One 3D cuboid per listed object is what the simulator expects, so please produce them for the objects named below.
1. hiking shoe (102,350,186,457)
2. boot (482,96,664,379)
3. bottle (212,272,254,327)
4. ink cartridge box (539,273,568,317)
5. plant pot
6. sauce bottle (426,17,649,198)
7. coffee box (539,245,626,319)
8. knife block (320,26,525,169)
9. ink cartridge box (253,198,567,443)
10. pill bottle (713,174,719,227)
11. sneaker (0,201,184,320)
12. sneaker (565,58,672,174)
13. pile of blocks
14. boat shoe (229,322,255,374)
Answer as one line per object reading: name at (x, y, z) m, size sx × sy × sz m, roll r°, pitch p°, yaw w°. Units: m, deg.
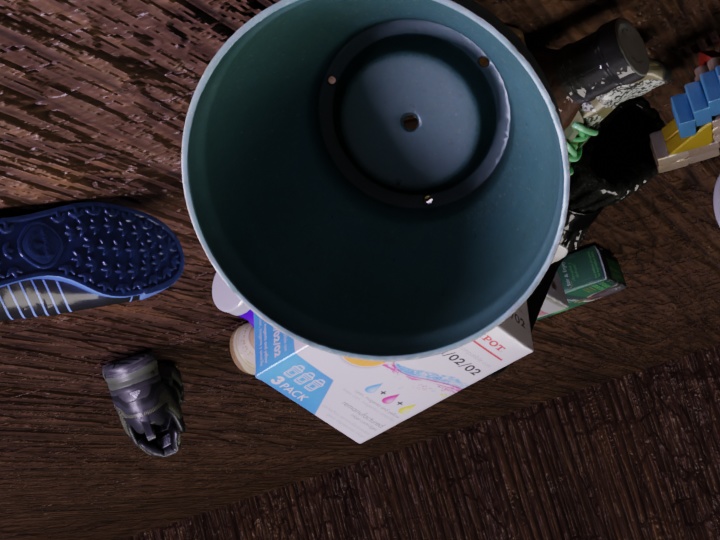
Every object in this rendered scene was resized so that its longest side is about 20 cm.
hiking shoe at (-0.218, 0.147, 1.737) m, size 0.076 × 0.101 × 0.200 m, roll -16°, pitch 168°, yaw 2°
boot at (0.141, -0.028, 1.263) m, size 0.079 × 0.211 × 0.158 m, roll 31°, pitch 149°, yaw -22°
bottle at (-0.039, 0.032, 1.467) m, size 0.065 × 0.084 × 0.200 m, roll 8°, pitch 173°, yaw 46°
ink cartridge box at (0.084, 0.023, 1.611) m, size 0.200 × 0.088 × 0.145 m, roll -18°, pitch 169°, yaw 15°
plant pot at (0.018, -0.068, 0.913) m, size 0.200 × 0.201 × 0.134 m, roll -20°, pitch -166°, yaw 18°
sauce bottle at (0.092, -0.103, 1.093) m, size 0.200 × 0.065 × 0.065 m, roll -23°, pitch 167°, yaw 34°
coffee box at (0.189, 0.030, 1.890) m, size 0.200 × 0.044 × 0.123 m, roll -20°, pitch 168°, yaw 16°
knife block at (0.004, -0.079, 1.090) m, size 0.200 × 0.064 × 0.176 m, roll -14°, pitch 169°, yaw -11°
ink cartridge box at (0.037, 0.030, 1.161) m, size 0.200 × 0.068 × 0.115 m, roll -31°, pitch 132°, yaw 28°
pill bottle at (0.430, -0.073, 1.582) m, size 0.200 × 0.112 × 0.112 m, roll -9°, pitch 166°, yaw -33°
sneaker at (-0.221, -0.002, 1.143) m, size 0.200 × 0.070 × 0.078 m, roll -1°, pitch 166°, yaw -33°
sneaker at (0.129, -0.085, 1.167) m, size 0.200 × 0.089 × 0.077 m, roll -23°, pitch 166°, yaw 28°
pile of blocks at (0.261, -0.144, 1.167) m, size 0.082 × 0.062 × 0.200 m, roll 10°, pitch 146°, yaw -38°
boat shoe at (-0.032, 0.070, 1.711) m, size 0.200 × 0.071 × 0.064 m, roll -6°, pitch 166°, yaw -35°
